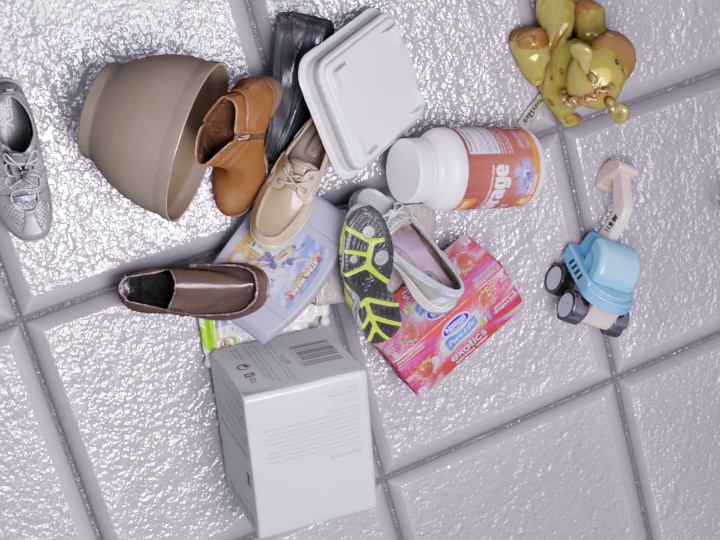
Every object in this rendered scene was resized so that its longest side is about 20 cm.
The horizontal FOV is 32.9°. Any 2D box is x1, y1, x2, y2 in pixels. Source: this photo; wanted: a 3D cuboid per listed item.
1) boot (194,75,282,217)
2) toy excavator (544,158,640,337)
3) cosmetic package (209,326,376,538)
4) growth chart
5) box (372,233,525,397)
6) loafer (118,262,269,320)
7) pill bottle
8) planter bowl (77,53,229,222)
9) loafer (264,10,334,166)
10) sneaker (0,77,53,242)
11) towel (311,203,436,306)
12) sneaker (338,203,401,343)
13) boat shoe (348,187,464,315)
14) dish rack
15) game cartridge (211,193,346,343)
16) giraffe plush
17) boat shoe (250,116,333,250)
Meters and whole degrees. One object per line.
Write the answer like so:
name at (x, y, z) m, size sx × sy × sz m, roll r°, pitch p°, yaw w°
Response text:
boot at (-0.163, -0.143, 1.496) m, size 0.073 × 0.155 × 0.201 m, roll 19°, pitch 112°, yaw 9°
toy excavator at (0.357, -0.035, 1.755) m, size 0.100 × 0.195 × 0.200 m, roll 18°, pitch 121°, yaw -23°
cosmetic package at (-0.088, 0.207, 1.589) m, size 0.166 × 0.167 × 0.201 m, roll -12°, pitch 111°, yaw -19°
growth chart at (-0.130, 0.034, 1.632) m, size 0.199 × 0.018 × 0.145 m, roll -17°, pitch 105°, yaw -19°
box at (0.112, 0.062, 1.664) m, size 0.200 × 0.095 × 0.100 m, roll -40°, pitch 136°, yaw -4°
loafer at (-0.213, 0.029, 1.522) m, size 0.199 × 0.071 × 0.073 m, roll -5°, pitch 88°, yaw 10°
pill bottle at (0.140, -0.136, 1.637) m, size 0.199 × 0.112 × 0.113 m, roll -5°, pitch 102°, yaw -31°
planter bowl at (-0.255, -0.174, 1.464) m, size 0.134 × 0.200 × 0.201 m, roll 20°, pitch 93°, yaw 3°
loafer at (-0.096, -0.236, 1.575) m, size 0.072 × 0.073 × 0.201 m, roll 20°, pitch 99°, yaw 9°
sneaker at (-0.414, -0.128, 1.454) m, size 0.074 × 0.082 × 0.201 m, roll -16°, pitch 105°, yaw -18°
towel at (0.015, -0.024, 1.662) m, size 0.199 × 0.034 × 0.133 m, roll -5°, pitch 102°, yaw -27°
sneaker at (0.000, 0.000, 1.576) m, size 0.075 × 0.076 × 0.201 m, roll -19°, pitch 125°, yaw -20°
boat shoe at (0.062, -0.035, 1.592) m, size 0.074 × 0.065 × 0.202 m, roll -29°, pitch 75°, yaw -28°
dish rack at (0.013, -0.232, 1.567) m, size 0.200 × 0.043 × 0.172 m, roll -46°, pitch 123°, yaw -41°
game cartridge at (-0.105, -0.013, 1.574) m, size 0.133 × 0.042 × 0.200 m, roll 34°, pitch 83°, yaw 12°
giraffe plush at (0.304, -0.278, 1.661) m, size 0.172 × 0.162 × 0.201 m, roll 19°, pitch 92°, yaw -24°
boat shoe at (-0.082, -0.119, 1.542) m, size 0.072 × 0.065 × 0.200 m, roll 26°, pitch 68°, yaw 7°
